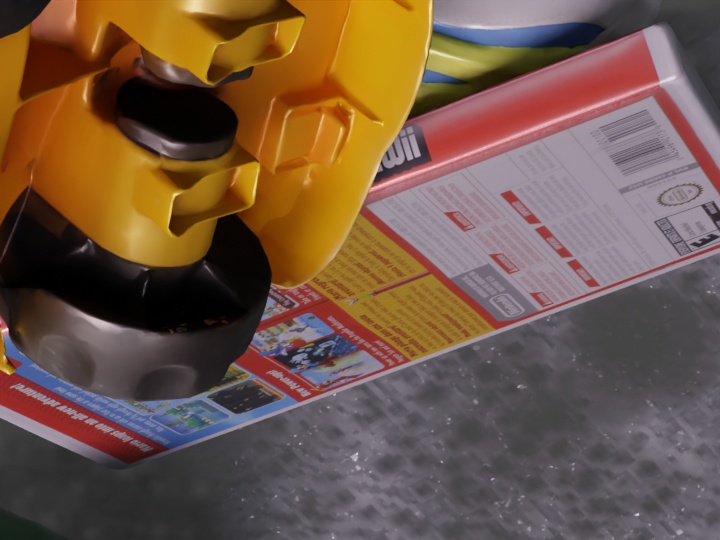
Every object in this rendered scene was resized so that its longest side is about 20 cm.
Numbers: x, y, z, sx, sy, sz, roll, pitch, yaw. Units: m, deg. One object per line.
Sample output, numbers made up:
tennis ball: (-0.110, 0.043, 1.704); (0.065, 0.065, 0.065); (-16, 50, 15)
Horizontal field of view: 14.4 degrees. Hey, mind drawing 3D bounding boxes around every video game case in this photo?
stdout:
video game case: (0.000, 0.000, 0.725); (0.199, 0.018, 0.143); (-21, 162, 11)

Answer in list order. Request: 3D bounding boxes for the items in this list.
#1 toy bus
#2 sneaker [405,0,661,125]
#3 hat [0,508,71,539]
toy bus: (-0.110, -0.063, 0.594); (0.199, 0.192, 0.136); (-16, 134, -41)
sneaker: (-0.026, -0.094, 0.671); (0.198, 0.076, 0.106); (0, 125, -1)
hat: (-0.158, 0.072, 0.820); (0.199, 0.176, 0.166); (2, 135, -53)
